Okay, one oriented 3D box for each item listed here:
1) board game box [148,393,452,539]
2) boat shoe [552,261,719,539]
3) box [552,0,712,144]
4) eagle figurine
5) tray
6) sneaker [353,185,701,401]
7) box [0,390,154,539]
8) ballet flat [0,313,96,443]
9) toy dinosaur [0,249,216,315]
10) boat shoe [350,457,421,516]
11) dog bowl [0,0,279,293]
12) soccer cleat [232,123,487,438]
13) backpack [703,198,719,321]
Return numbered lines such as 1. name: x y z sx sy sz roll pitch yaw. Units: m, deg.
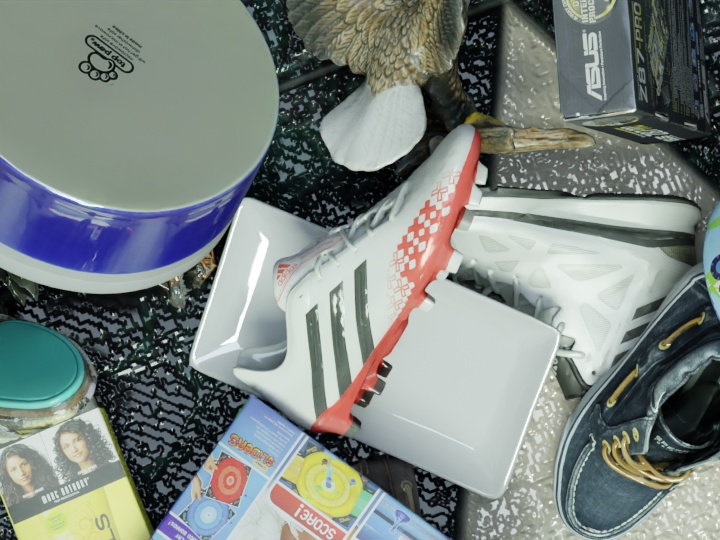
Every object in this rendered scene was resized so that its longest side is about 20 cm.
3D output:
1. board game box: -0.017 0.180 1.271 0.199 0.034 0.136 36 85 11
2. boat shoe: 0.157 0.090 1.274 0.070 0.091 0.201 24 123 -4
3. box: 0.147 -0.176 1.301 0.049 0.161 0.202 -5 87 20
4. eagle figurine: 0.034 -0.158 1.308 0.151 0.151 0.201 -14 109 -8
5. tray: 0.008 0.042 1.327 0.199 0.022 0.108 23 105 12
6. sneaker: 0.095 0.015 1.330 0.199 0.076 0.116 1 84 -4
7. box: -0.145 0.173 1.326 0.075 0.050 0.201 -21 87 -3
8. ballet flat: -0.210 0.057 1.292 0.199 0.072 0.073 18 85 36
9. toy dinosaur: -0.181 -0.039 1.333 0.199 0.102 0.136 28 63 15
10. boat shoe: 0.033 0.198 1.318 0.073 0.074 0.201 -20 88 -2
11. dog bowl: -0.147 -0.092 1.280 0.199 0.079 0.201 13 53 -17
12. soccer cleat: 0.000 0.000 1.267 0.085 0.069 0.201 27 117 -3
13. backpack: 0.279 -0.020 1.191 0.183 0.134 0.200 45 62 -3
